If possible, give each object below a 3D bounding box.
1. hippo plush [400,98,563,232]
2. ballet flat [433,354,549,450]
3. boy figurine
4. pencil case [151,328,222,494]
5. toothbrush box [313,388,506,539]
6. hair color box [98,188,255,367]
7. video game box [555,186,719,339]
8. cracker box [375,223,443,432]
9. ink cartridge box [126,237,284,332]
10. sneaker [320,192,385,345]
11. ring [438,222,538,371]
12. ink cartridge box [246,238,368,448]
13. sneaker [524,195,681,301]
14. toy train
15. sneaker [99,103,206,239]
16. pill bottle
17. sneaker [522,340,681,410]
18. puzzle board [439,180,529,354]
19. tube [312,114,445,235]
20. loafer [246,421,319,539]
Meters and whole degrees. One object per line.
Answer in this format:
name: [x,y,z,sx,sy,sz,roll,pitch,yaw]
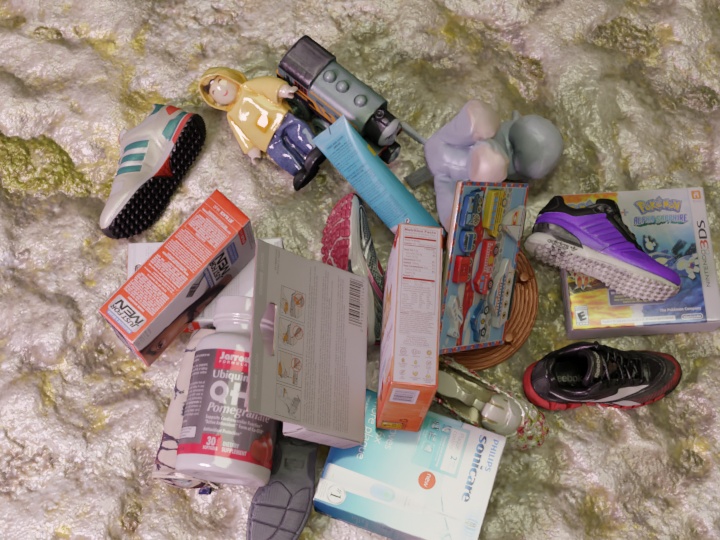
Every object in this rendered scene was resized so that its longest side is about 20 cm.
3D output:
hippo plush: [0.171,-0.129,1.519,0.158,0.199,0.162,-4,87,-29]
ballet flat: [0.138,0.162,1.446,0.198,0.064,0.077,26,89,8]
boy figurine: [-0.126,-0.202,1.544,0.200,0.125,0.064,43,34,3]
pencil case: [-0.186,0.165,1.435,0.088,0.078,0.203,11,72,5]
toothbrush box: [0.058,0.243,1.408,0.197,0.085,0.148,19,71,5]
hair color box: [-0.213,0.011,1.418,0.064,0.111,0.200,40,77,13]
video game box: [0.353,-0.011,1.518,0.196,0.047,0.185,-4,69,-1]
cracker box: [0.056,0.066,1.367,0.057,0.135,0.203,7,61,-4]
ink cartridge box: [-0.194,0.020,1.500,0.196,0.050,0.111,-2,72,0]
sneaker: [0.000,0.000,1.502,0.074,0.080,0.203,3,69,-30]
ring: [0.131,0.029,1.516,0.197,0.019,0.204,0,71,0]
ink cartridge box: [-0.067,0.085,1.343,0.175,0.044,0.203,21,61,-38]
sneaker: [0.311,-0.038,1.467,0.197,0.070,0.101,22,71,7]
toy train: [-0.028,-0.218,1.547,0.199,0.114,0.085,40,76,12]
sneaker: [-0.289,-0.134,1.550,0.093,0.071,0.201,26,74,26]
pill bottle: [-0.142,0.137,1.356,0.109,0.111,0.203,7,73,2]
sneaker: [0.300,0.127,1.443,0.197,0.098,0.072,-3,69,-3]
puzzle board: [0.147,-0.004,1.409,0.017,0.150,0.204,16,102,38]
tube: [0.024,-0.103,1.486,0.200,0.077,0.051,48,48,-9]
loafer: [-0.086,0.252,1.421,0.071,0.063,0.203,15,76,1]
